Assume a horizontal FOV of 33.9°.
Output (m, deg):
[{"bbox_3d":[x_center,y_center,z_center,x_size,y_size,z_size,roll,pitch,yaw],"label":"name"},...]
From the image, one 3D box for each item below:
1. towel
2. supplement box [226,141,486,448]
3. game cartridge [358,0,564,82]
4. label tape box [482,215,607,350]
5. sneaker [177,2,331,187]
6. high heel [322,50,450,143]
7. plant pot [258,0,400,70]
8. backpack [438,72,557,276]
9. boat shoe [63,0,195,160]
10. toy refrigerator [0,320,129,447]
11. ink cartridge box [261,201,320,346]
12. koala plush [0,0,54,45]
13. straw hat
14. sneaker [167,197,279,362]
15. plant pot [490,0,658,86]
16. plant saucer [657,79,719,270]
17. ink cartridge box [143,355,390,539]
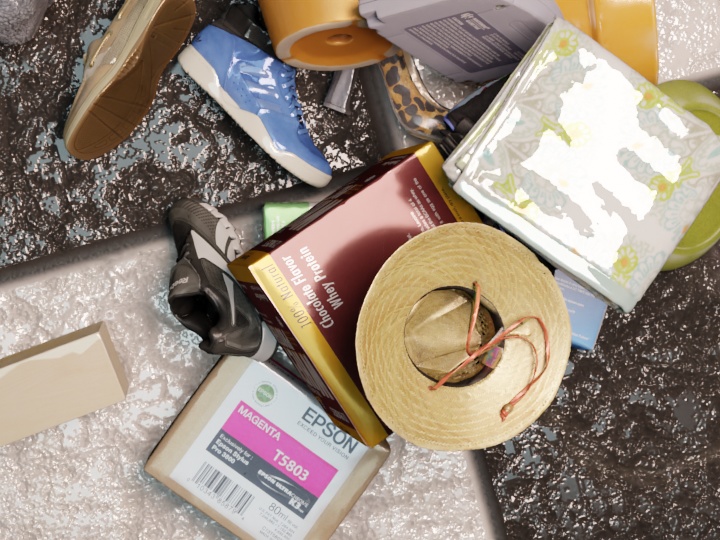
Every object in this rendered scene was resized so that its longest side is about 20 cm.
[{"bbox_3d":[0.189,-0.087,0.980,0.200,0.048,0.171,36,89,-5],"label":"towel"},{"bbox_3d":[0.019,0.020,1.096,0.200,0.133,0.198,-35,100,-11],"label":"supplement box"},{"bbox_3d":[0.104,-0.217,1.046,0.133,0.200,0.041,-4,80,30],"label":"game cartridge"},{"bbox_3d":[0.201,-0.033,1.244,0.143,0.066,0.201,19,85,-6],"label":"label tape box"},{"bbox_3d":[-0.079,-0.186,1.205,0.200,0.077,0.111,45,97,1],"label":"sneaker"},{"bbox_3d":[0.072,-0.208,1.220,0.199,0.071,0.143,19,96,3],"label":"high heel"},{"bbox_3d":[-0.026,-0.298,1.122,0.199,0.200,0.184,-5,80,-5],"label":"plant pot"},{"bbox_3d":[0.181,-0.102,1.102,0.147,0.200,0.183,-29,92,16],"label":"backpack"},{"bbox_3d":[-0.245,-0.206,1.201,0.065,0.072,0.200,34,94,31],"label":"boat shoe"},{"bbox_3d":[-0.342,0.124,1.196,0.199,0.070,0.076,-21,100,-4],"label":"toy refrigerator"},{"bbox_3d":[0.000,0.000,1.215,0.199,0.084,0.147,-2,93,-6],"label":"ink cartridge box"},{"bbox_3d":[-0.381,-0.333,1.131,0.199,0.177,0.184,23,100,-9],"label":"koala plush"},{"bbox_3d":[0.071,0.054,0.999,0.200,0.085,0.202,-3,98,-23],"label":"straw hat"},{"bbox_3d":[-0.156,0.005,1.166,0.067,0.090,0.200,-50,58,35],"label":"sneaker"},{"bbox_3d":[0.191,-0.267,1.183,0.182,0.200,0.201,-8,92,10],"label":"plant pot"},{"bbox_3d":[0.335,-0.096,1.227,0.199,0.031,0.201,-7,104,-31],"label":"plant saucer"},{"bbox_3d":[-0.095,0.190,1.217,0.200,0.075,0.165,35,89,-4],"label":"ink cartridge box"}]
